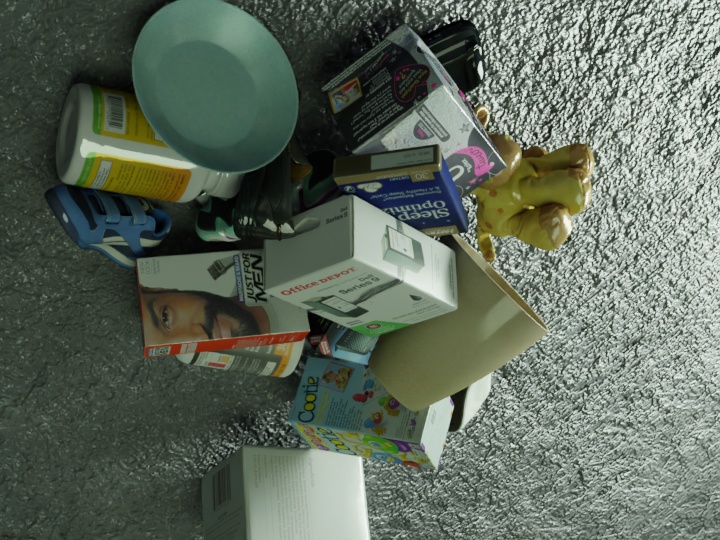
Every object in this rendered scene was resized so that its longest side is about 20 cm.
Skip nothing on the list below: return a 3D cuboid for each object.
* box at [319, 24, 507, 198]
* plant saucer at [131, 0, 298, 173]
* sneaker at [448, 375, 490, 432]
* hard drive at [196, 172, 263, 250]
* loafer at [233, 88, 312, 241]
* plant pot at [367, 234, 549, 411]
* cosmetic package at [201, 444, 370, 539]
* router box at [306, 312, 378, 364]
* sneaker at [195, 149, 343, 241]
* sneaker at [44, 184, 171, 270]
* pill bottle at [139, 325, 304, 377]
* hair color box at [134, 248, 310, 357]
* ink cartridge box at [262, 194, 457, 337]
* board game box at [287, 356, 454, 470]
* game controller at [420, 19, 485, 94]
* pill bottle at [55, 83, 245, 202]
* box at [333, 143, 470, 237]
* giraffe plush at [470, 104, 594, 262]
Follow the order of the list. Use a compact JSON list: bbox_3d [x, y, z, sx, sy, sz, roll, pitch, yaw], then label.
[{"bbox_3d":[0.068,-0.167,1.272,0.132,0.115,0.200,-35,146,12],"label":"box"},{"bbox_3d":[-0.163,-0.199,1.184,0.200,0.203,0.039,12,162,-30],"label":"plant saucer"},{"bbox_3d":[0.170,0.147,1.654,0.084,0.072,0.202,-21,133,-53],"label":"sneaker"},{"bbox_3d":[-0.107,-0.070,1.380,0.131,0.026,0.200,-33,132,4],"label":"hard drive"},{"bbox_3d":[-0.090,-0.124,1.247,0.072,0.202,0.073,11,162,4],"label":"loafer"},{"bbox_3d":[0.109,0.080,1.398,0.200,0.188,0.187,-45,130,8],"label":"plant pot"},{"bbox_3d":[-0.112,0.365,1.589,0.198,0.168,0.167,9,150,-28],"label":"cosmetic package"},{"bbox_3d":[0.032,0.039,1.499,0.149,0.062,0.201,16,118,-33],"label":"router box"},{"bbox_3d":[-0.093,-0.056,1.330,0.198,0.078,0.140,-20,142,8],"label":"sneaker"},{"bbox_3d":[-0.290,-0.065,1.244,0.082,0.074,0.200,-34,161,8],"label":"sneaker"},{"bbox_3d":[-0.178,0.069,1.392,0.198,0.117,0.117,10,122,-20],"label":"pill bottle"},{"bbox_3d":[-0.168,0.037,1.304,0.198,0.112,0.064,-6,165,-14],"label":"hair color box"},{"bbox_3d":[0.000,0.000,1.279,0.145,0.085,0.199,-20,149,36],"label":"ink cartridge box"},{"bbox_3d":[0.017,0.201,1.513,0.198,0.106,0.103,7,152,23],"label":"board game box"},{"bbox_3d":[0.062,-0.232,1.324,0.199,0.042,0.105,-25,146,-2],"label":"game controller"},{"bbox_3d":[-0.233,-0.138,1.215,0.198,0.111,0.112,8,122,-28],"label":"pill bottle"},{"bbox_3d":[0.055,-0.078,1.251,0.120,0.033,0.200,-7,155,15],"label":"box"},{"bbox_3d":[0.182,-0.126,1.398,0.199,0.174,0.162,-20,130,40],"label":"giraffe plush"}]
